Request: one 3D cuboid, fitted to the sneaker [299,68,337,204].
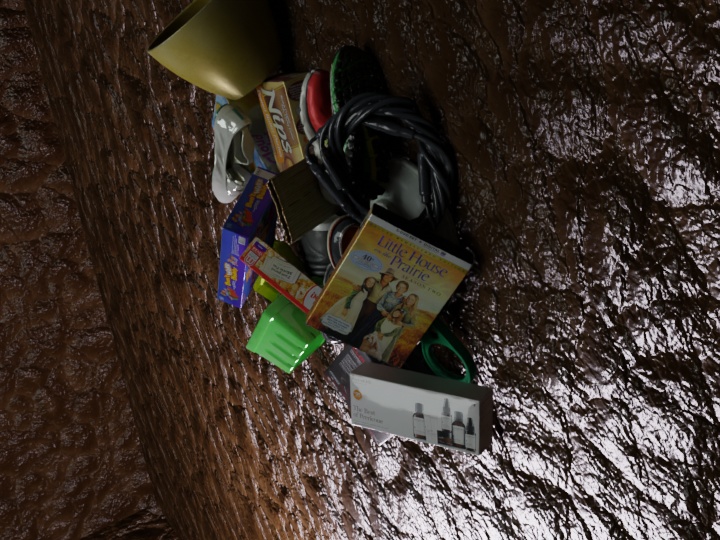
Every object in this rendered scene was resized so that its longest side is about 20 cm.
[{"bbox_3d":[-0.022,-0.187,1.460,0.085,0.077,0.201,4,118,43],"label":"sneaker"}]

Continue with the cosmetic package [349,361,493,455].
[{"bbox_3d":[0.081,0.186,1.426,0.199,0.051,0.083,8,109,30],"label":"cosmetic package"}]

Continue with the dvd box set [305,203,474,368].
[{"bbox_3d":[0.035,0.024,1.336,0.200,0.146,0.029,-57,11,34],"label":"dvd box set"}]

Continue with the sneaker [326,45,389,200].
[{"bbox_3d":[-0.017,-0.194,1.376,0.085,0.078,0.202,13,108,57],"label":"sneaker"}]

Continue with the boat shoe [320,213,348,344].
[{"bbox_3d":[-0.017,0.007,1.490,0.060,0.073,0.201,16,-89,-85],"label":"boat shoe"}]

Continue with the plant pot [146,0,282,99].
[{"bbox_3d":[-0.201,-0.343,1.573,0.142,0.200,0.200,48,163,-21],"label":"plant pot"}]

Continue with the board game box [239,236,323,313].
[{"bbox_3d":[-0.083,0.036,1.615,0.200,0.046,0.152,38,178,12],"label":"board game box"}]

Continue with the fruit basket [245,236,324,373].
[{"bbox_3d":[-0.137,0.049,1.803,0.215,0.155,0.216,35,150,25],"label":"fruit basket"}]

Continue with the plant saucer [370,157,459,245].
[{"bbox_3d":[0.058,-0.049,1.404,0.200,0.050,0.201,47,149,41],"label":"plant saucer"}]

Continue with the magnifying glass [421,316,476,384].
[{"bbox_3d":[0.097,0.075,1.398,0.079,0.022,0.201,2,128,50],"label":"magnifying glass"}]

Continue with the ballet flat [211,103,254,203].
[{"bbox_3d":[-0.201,-0.174,1.680,0.070,0.069,0.201,50,149,35],"label":"ballet flat"}]

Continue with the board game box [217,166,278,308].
[{"bbox_3d":[-0.178,-0.050,1.674,0.045,0.135,0.200,22,145,5],"label":"board game box"}]

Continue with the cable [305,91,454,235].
[{"bbox_3d":[0.037,-0.124,1.303,0.200,0.163,0.051,50,-158,-9],"label":"cable"}]

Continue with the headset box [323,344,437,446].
[{"bbox_3d":[0.038,0.162,1.559,0.149,0.075,0.200,52,153,7],"label":"headset box"}]

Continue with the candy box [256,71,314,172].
[{"bbox_3d":[-0.093,-0.198,1.594,0.115,0.055,0.201,18,125,61],"label":"candy box"}]

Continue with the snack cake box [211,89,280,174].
[{"bbox_3d":[-0.172,-0.209,1.739,0.201,0.067,0.115,59,153,20],"label":"snack cake box"}]

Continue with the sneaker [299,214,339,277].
[{"bbox_3d":[-0.074,-0.045,1.611,0.200,0.070,0.100,-145,47,-67],"label":"sneaker"}]

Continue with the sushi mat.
[{"bbox_3d":[-0.069,-0.111,1.479,0.012,0.200,0.096,-10,105,28],"label":"sushi mat"}]

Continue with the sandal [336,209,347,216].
[{"bbox_3d":[0.000,0.000,1.575,0.201,0.043,0.076,64,156,11],"label":"sandal"}]

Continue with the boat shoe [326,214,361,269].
[{"bbox_3d":[0.016,0.015,1.390,0.063,0.071,0.201,41,158,56],"label":"boat shoe"}]
